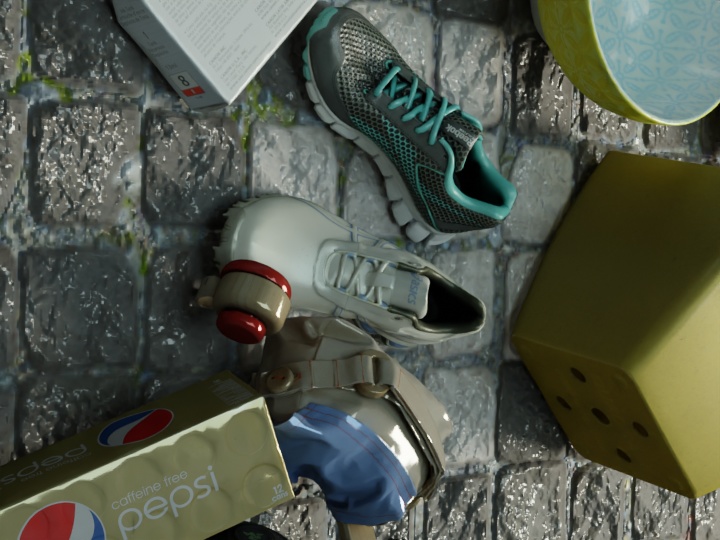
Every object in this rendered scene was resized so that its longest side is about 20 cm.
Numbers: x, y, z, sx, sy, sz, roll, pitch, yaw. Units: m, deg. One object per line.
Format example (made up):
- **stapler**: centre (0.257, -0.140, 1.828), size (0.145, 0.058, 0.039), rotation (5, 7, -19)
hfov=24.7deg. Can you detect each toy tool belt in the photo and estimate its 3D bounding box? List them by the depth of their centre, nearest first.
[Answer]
- **toy tool belt**: centre (-0.033, 0.097, 1.027), size (0.200, 0.124, 0.123), rotation (42, 56, -35)

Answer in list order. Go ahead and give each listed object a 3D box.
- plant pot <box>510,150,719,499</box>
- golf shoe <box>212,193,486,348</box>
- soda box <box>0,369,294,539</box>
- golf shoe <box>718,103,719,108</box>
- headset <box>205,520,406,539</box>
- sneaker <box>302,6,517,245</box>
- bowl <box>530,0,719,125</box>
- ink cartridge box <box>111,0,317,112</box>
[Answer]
- **plant pot**: centre (0.234, 0.051, 1.239), size (0.176, 0.200, 0.201), rotation (-43, 120, -19)
- **golf shoe**: centre (0.000, 0.000, 1.070), size (0.199, 0.097, 0.079), rotation (18, 81, -40)
- **soda box**: centre (-0.142, 0.129, 0.920), size (0.199, 0.064, 0.068), rotation (-22, 108, -18)
- **golf shoe**: centre (0.317, -0.167, 1.389), size (0.088, 0.077, 0.202), rotation (-1, 90, -23)
- **headset**: centre (-0.056, 0.211, 0.993), size (0.199, 0.094, 0.124), rotation (-22, 121, -12)
- **sneaker**: centre (0.040, -0.100, 1.106), size (0.200, 0.091, 0.078), rotation (51, 59, -32)
- **bowl**: centre (0.193, -0.206, 1.233), size (0.199, 0.107, 0.202), rotation (-2, 92, -43)
- **ink cartridge box**: centre (-0.107, -0.223, 1.004), size (0.200, 0.050, 0.162), rotation (49, 60, -23)
